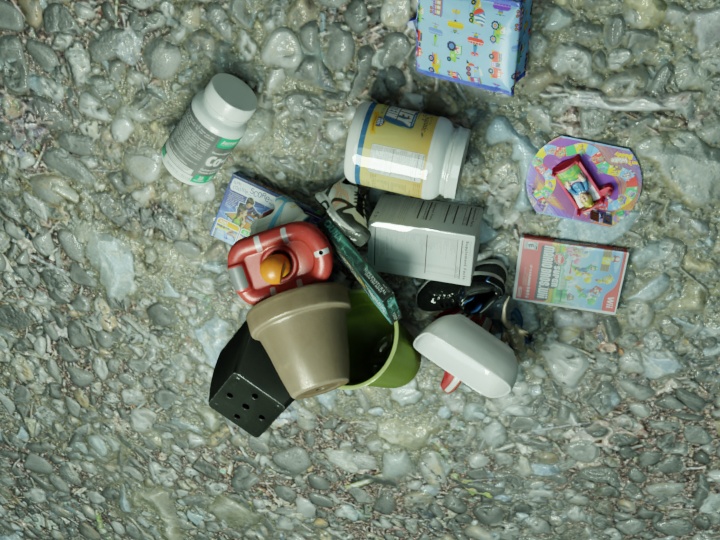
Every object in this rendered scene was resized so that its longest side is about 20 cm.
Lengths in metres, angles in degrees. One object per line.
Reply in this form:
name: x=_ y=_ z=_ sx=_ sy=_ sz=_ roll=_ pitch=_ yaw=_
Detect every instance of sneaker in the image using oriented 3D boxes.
sneaker: x=-0.184 y=-0.051 z=1.568 sx=0.081 sy=0.076 sz=0.200 roll=42 pitch=99 yaw=8
sneaker: x=0.187 y=0.153 z=1.681 sx=0.115 sy=0.078 sz=0.201 roll=30 pitch=115 yaw=7
sneaker: x=0.184 y=0.049 z=1.567 sx=0.199 sy=0.112 sz=0.073 roll=-24 pitch=113 yaw=29
sneaker: x=-0.021 y=-0.116 z=1.488 sx=0.080 sy=0.200 sz=0.074 roll=-39 pitch=127 yaw=2

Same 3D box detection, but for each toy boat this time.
toy boat: x=-0.147 y=-0.009 z=1.464 sx=0.198 sy=0.131 sz=0.132 roll=-18 pitch=99 yaw=6

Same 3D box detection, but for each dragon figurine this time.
dragon figurine: x=0.295 y=0.114 z=1.584 sx=0.058 sy=0.100 sz=0.201 roll=-27 pitch=121 yaw=10

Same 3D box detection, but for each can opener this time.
can opener: x=-0.070 y=0.014 z=1.668 sx=0.199 sy=0.053 sz=0.067 roll=36 pitch=125 yaw=-7

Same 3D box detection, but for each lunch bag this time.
lunch bag: x=0.168 y=-0.385 z=1.314 sx=0.198 sy=0.094 sz=0.152 roll=14 pitch=129 yaw=19

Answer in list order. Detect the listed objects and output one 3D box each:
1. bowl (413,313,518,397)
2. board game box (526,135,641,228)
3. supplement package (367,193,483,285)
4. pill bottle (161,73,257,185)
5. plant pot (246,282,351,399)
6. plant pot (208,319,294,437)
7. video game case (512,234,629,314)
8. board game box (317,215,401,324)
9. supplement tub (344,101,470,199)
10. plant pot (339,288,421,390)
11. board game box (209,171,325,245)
bowl: x=0.207 y=0.157 z=1.552 sx=0.199 sy=0.075 sz=0.200 roll=34 pitch=164 yaw=3
board game box: x=0.391 y=-0.146 z=1.424 sx=0.198 sy=0.039 sz=0.159 roll=13 pitch=126 yaw=8
supplement package: x=0.122 y=-0.059 z=1.524 sx=0.198 sy=0.110 sz=0.115 roll=9 pitch=125 yaw=11
pill bottle: x=-0.281 y=-0.262 z=1.512 sx=0.113 sy=0.113 sz=0.200 roll=37 pitch=126 yaw=-9
plant pot: x=-0.095 y=0.139 z=1.508 sx=0.199 sy=0.200 sz=0.176 roll=-28 pitch=72 yaw=31
plant pot: x=-0.223 y=0.241 z=1.793 sx=0.199 sy=0.178 sz=0.200 roll=37 pitch=125 yaw=-8
video game case: x=0.396 y=0.008 z=1.542 sx=0.198 sy=0.017 sz=0.144 roll=8 pitch=124 yaw=12
board game box: x=0.000 y=0.000 z=1.504 sx=0.200 sy=0.028 sz=0.135 roll=50 pitch=174 yaw=22
supplement tub: x=0.082 y=-0.206 z=1.417 sx=0.198 sy=0.145 sz=0.146 roll=13 pitch=126 yaw=8
plant pot: x=0.031 y=0.159 z=1.642 sx=0.198 sy=0.202 sz=0.190 roll=-15 pitch=155 yaw=26
board game box: x=-0.185 y=-0.092 z=1.610 sx=0.199 sy=0.034 sz=0.136 roll=26 pitch=105 yaw=3
